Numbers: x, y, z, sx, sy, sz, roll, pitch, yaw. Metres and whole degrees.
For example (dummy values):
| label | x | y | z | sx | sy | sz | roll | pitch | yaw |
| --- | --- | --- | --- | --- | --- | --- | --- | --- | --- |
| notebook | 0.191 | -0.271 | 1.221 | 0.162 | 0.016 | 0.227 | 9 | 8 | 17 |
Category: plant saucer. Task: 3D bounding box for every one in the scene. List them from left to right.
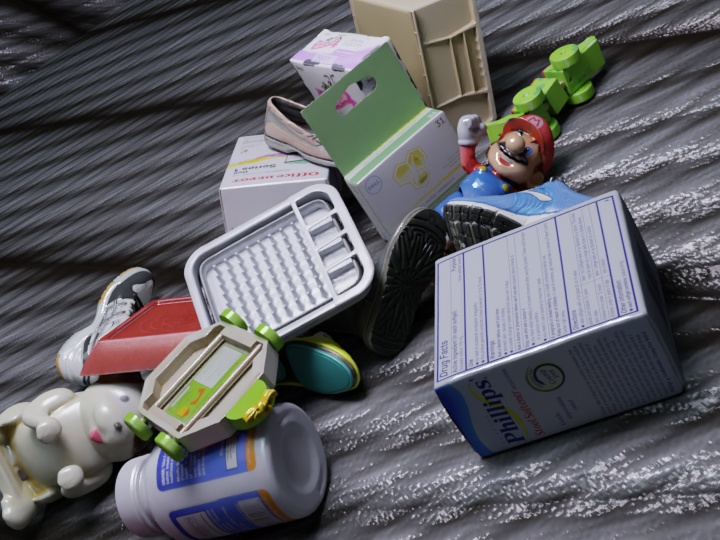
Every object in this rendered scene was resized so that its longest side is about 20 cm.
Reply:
| label | x | y | z | sx | sy | sz | roll | pitch | yaw |
| --- | --- | --- | --- | --- | --- | --- | --- | --- | --- |
| plant saucer | -0.210 | 0.067 | 1.253 | 0.198 | 0.037 | 0.200 | -7 | 14 | 17 |

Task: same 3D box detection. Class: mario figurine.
| label | x | y | z | sx | sy | sz | roll | pitch | yaw |
| --- | --- | --- | --- | --- | --- | --- | --- | --- | --- |
| mario figurine | 0.147 | -0.107 | 1.188 | 0.200 | 0.124 | 0.106 | -49 | 21 | -14 |

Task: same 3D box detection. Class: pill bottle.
| label | x | y | z | sx | sy | sz | roll | pitch | yaw |
| --- | --- | --- | --- | --- | --- | --- | --- | --- | --- |
| pill bottle | -0.143 | 0.207 | 1.039 | 0.199 | 0.112 | 0.112 | -18 | 35 | 26 |

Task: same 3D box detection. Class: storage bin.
| label | x | y | z | sx | sy | sz | roll | pitch | yaw |
| --- | --- | --- | --- | --- | --- | --- | --- | --- | --- |
| storage bin | 0.084 | -0.288 | 1.424 | 0.093 | 0.200 | 0.200 | -24 | 28 | -17 |

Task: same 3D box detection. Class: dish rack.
| label | x | y | z | sx | sy | sz | roll | pitch | yaw |
| --- | --- | --- | --- | --- | --- | --- | --- | --- | --- |
| dish rack | -0.087 | 0.009 | 1.152 | 0.199 | 0.044 | 0.172 | -28 | 52 | 2 |

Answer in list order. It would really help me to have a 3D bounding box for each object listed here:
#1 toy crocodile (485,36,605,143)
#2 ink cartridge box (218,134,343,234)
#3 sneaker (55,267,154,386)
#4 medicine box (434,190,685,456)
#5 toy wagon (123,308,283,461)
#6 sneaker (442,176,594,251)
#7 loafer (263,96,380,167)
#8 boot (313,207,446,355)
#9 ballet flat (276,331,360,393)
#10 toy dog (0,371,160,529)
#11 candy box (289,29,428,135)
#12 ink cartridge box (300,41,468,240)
| label | x | y | z | sx | sy | sz | roll | pitch | yaw |
| --- | --- | --- | --- | --- | --- | --- | --- | --- | --- |
| toy crocodile | 0.236 | -0.222 | 1.306 | 0.200 | 0.068 | 0.062 | -47 | 32 | -19 |
| ink cartridge box | -0.102 | -0.116 | 1.398 | 0.143 | 0.085 | 0.200 | -5 | 26 | 4 |
| sneaker | -0.330 | 0.083 | 1.444 | 0.087 | 0.076 | 0.201 | 9 | 54 | 29 |
| medicine box | 0.174 | 0.047 | 0.962 | 0.199 | 0.103 | 0.183 | -22 | 33 | 21 |
| toy wagon | -0.140 | 0.117 | 1.012 | 0.155 | 0.040 | 0.199 | -48 | 35 | -19 |
| sneaker | 0.184 | -0.051 | 1.113 | 0.199 | 0.079 | 0.089 | 8 | 36 | 25 |
| loafer | -0.053 | -0.180 | 1.349 | 0.199 | 0.063 | 0.072 | 18 | 35 | 37 |
| boot | -0.001 | -0.002 | 1.200 | 0.200 | 0.072 | 0.183 | 23 | 87 | 60 |
| ballet flat | -0.067 | 0.097 | 1.170 | 0.199 | 0.067 | 0.067 | -6 | 24 | 41 |
| toy dog | -0.325 | 0.197 | 1.233 | 0.199 | 0.140 | 0.194 | -24 | -4 | 20 |
| candy box | 0.017 | -0.212 | 1.373 | 0.071 | 0.201 | 0.167 | -42 | 31 | -14 |
| ink cartridge box | 0.039 | -0.153 | 1.271 | 0.145 | 0.201 | 0.048 | -41 | 29 | -11 |
